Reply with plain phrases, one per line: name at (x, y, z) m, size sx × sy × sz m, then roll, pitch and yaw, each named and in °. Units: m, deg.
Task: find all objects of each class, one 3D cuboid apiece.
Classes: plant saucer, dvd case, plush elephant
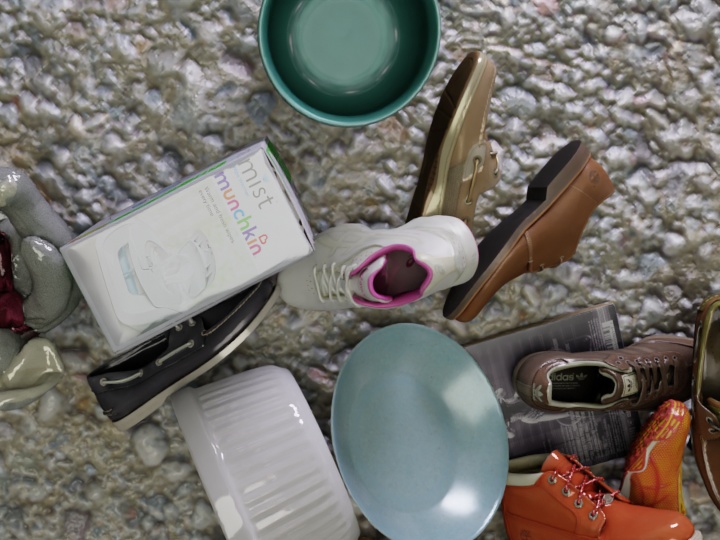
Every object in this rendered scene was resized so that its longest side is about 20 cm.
plant saucer at (0.046, 0.149, 1.007) m, size 0.199 × 0.039 × 0.204 m, roll 14°, pitch 66°, yaw -33°
dvd case at (0.161, 0.127, 1.078) m, size 0.198 × 0.016 × 0.151 m, roll -16°, pitch 101°, yaw -2°
plush elephant at (-0.305, 0.027, 0.957) m, size 0.155 × 0.164 × 0.200 m, roll -53°, pitch 125°, yaw -20°

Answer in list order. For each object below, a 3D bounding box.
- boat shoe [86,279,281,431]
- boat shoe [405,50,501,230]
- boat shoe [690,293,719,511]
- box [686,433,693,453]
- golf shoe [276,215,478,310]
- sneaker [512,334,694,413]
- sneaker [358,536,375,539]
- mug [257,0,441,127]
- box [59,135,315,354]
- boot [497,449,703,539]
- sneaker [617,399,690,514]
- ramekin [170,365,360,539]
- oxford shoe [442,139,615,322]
boat shoe at (-0.160, 0.063, 1.019) m, size 0.199 × 0.073 × 0.063 m, roll -38°, pitch 101°, yaw 8°
boat shoe at (0.091, -0.094, 1.017) m, size 0.064 × 0.071 × 0.202 m, roll 13°, pitch 108°, yaw -10°
boat shoe at (0.319, 0.122, 0.993) m, size 0.071 × 0.068 × 0.203 m, roll -9°, pitch 86°, yaw 22°
box at (0.412, 0.104, 1.060) m, size 0.140 × 0.079 × 0.202 m, roll 19°, pitch 97°, yaw -3°
golf shoe at (0.000, 0.000, 0.981) m, size 0.198 × 0.091 × 0.076 m, roll -13°, pitch 101°, yaw 30°
sneaker at (0.242, 0.105, 1.034) m, size 0.197 × 0.076 × 0.071 m, roll -6°, pitch 99°, yaw -6°
sneaker at (0.057, 0.311, 1.014) m, size 0.067 × 0.199 × 0.091 m, roll 47°, pitch 64°, yaw -49°
mug at (0.000, -0.211, 0.966) m, size 0.185 × 0.114 × 0.152 m, roll -40°, pitch 99°, yaw 2°
box at (-0.133, -0.028, 0.942) m, size 0.175 × 0.200 × 0.097 m, roll -27°, pitch 99°, yaw 2°
boot at (0.205, 0.214, 1.009) m, size 0.198 × 0.075 × 0.109 m, roll -8°, pitch 100°, yaw 43°
sneaker at (0.275, 0.205, 1.050) m, size 0.076 × 0.073 × 0.202 m, roll 18°, pitch 123°, yaw 14°
ramekin at (-0.079, 0.180, 0.984) m, size 0.104 × 0.200 × 0.202 m, roll -23°, pitch 100°, yaw -9°
oxford shoe at (0.155, -0.020, 1.030) m, size 0.071 × 0.071 × 0.200 m, roll 42°, pitch 93°, yaw -14°
